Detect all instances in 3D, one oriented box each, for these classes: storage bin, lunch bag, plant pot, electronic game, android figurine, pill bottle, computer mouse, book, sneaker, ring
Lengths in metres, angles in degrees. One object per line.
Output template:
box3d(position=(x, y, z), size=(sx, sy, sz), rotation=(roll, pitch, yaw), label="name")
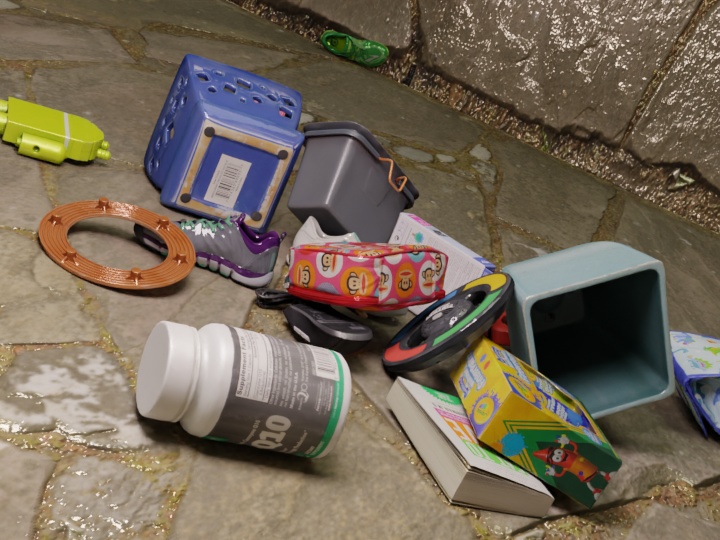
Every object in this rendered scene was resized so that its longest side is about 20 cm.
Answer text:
box3d(position=(-0.011, -0.106, 1.964), size=(0.144, 0.136, 0.200), rotation=(2, -31, 37), label="storage bin")
box3d(position=(0.546, 0.176, 1.997), size=(0.198, 0.128, 0.170), rotation=(29, 16, -13), label="lunch bag")
box3d(position=(0.285, 0.065, 1.772), size=(0.193, 0.199, 0.200), rotation=(-15, 23, -9), label="plant pot")
box3d(position=(0.111, 0.065, 1.687), size=(0.042, 0.198, 0.200), rotation=(56, 14, -11), label="electronic game")
box3d(position=(-0.466, -0.207, 1.957), size=(0.197, 0.042, 0.182), rotation=(16, 19, -22), label="android figurine")
box3d(position=(-0.118, 0.118, 1.333), size=(0.197, 0.114, 0.113), rotation=(15, 19, -25), label="pill bottle")
box3d(position=(-0.037, 0.071, 1.698), size=(0.139, 0.047, 0.199), rotation=(1, 16, -41), label="computer mouse")
box3d(position=(0.123, 0.204, 1.521), size=(0.132, 0.049, 0.200), rotation=(20, 16, -31), label="book")
box3d(position=(-0.012, -0.007, 1.877), size=(0.198, 0.089, 0.075), rotation=(29, 17, 17), label="sneaker")
box3d(position=(-0.199, -0.178, 1.975), size=(0.197, 0.202, 0.181), rotation=(16, 25, -21), label="plant pot")
box3d(position=(-0.302, -0.039, 1.649), size=(0.197, 0.019, 0.201), rotation=(13, 29, -7), label="ring")
box3d(position=(-0.020, -0.615, 3.677), size=(0.197, 0.075, 0.084), rotation=(15, 14, 5), label="sneaker")
box3d(position=(-0.200, -0.051, 1.764), size=(0.197, 0.089, 0.075), rotation=(20, 17, -12), label="sneaker")
box3d(position=(0.000, 0.000, 1.730), size=(0.175, 0.083, 0.198), rotation=(10, 8, 42), label="lunch bag")

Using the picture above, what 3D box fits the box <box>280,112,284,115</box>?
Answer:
box3d(position=(-0.178, -0.222, 2.279), size=(0.101, 0.096, 0.200), rotation=(21, 17, -9), label="box")

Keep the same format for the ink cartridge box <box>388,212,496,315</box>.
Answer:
box3d(position=(0.116, 0.014, 1.926), size=(0.199, 0.121, 0.042), rotation=(34, 19, 33), label="ink cartridge box")

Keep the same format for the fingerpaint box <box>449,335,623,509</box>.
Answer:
box3d(position=(0.205, 0.174, 1.576), size=(0.166, 0.074, 0.200), rotation=(33, 11, -13), label="fingerpaint box")

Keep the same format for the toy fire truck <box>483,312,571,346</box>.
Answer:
box3d(position=(0.239, 0.073, 1.974), size=(0.165, 0.114, 0.200), rotation=(-4, 21, -4), label="toy fire truck")
